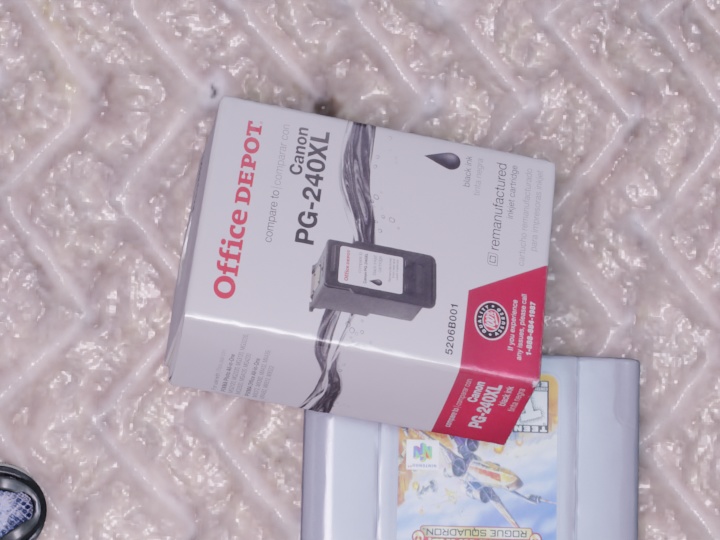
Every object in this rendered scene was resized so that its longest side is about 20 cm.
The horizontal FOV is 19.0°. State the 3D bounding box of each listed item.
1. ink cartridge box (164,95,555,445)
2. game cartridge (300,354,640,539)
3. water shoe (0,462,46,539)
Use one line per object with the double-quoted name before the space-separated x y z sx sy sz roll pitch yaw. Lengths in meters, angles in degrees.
"ink cartridge box" 0.000 0.000 1.199 0.198 0.084 0.146 11 61 -6
"game cartridge" 0.065 0.114 1.243 0.198 0.042 0.135 2 78 -9
"water shoe" -0.269 0.142 1.162 0.198 0.079 0.072 -16 85 -11
